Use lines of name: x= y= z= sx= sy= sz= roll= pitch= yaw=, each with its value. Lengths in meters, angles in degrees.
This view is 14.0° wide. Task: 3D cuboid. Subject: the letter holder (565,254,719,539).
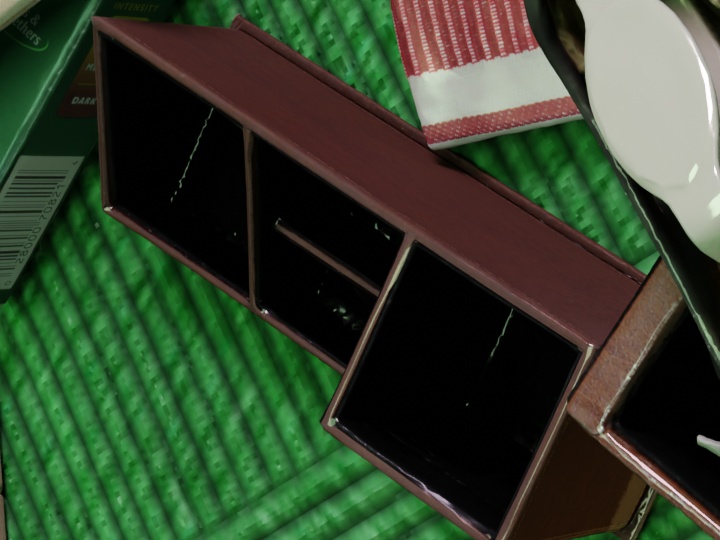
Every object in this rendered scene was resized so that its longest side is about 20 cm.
letter holder: x=0.168 y=0.030 z=0.671 sx=0.142 sy=0.200 sz=0.101 roll=42 pitch=113 yaw=25

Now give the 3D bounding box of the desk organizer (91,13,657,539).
desk organizer: x=0.000 y=0.000 z=0.856 sx=0.200 sy=0.077 sz=0.072 roll=34 pitch=109 yaw=28

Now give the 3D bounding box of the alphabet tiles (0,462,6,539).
alphabet tiles: x=-0.186 y=0.114 z=1.027 sx=0.166 sy=0.008 sz=0.201 roll=-6 pitch=88 yaw=33

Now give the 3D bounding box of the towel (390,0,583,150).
towel: x=0.064 y=-0.145 z=0.845 sx=0.143 sy=0.023 sz=0.201 roll=-11 pitch=87 yaw=31

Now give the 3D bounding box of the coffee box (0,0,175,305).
coffee box: x=-0.118 y=-0.101 z=0.952 sx=0.123 sy=0.044 sz=0.201 roll=41 pitch=113 yaw=28

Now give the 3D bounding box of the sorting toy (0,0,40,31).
sorting toy: x=-0.155 y=-0.144 z=0.935 sx=0.185 sy=0.036 sz=0.201 roll=-32 pitch=66 yaw=32

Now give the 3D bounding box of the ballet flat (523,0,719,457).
ballet flat: x=0.086 y=0.008 z=0.563 sx=0.068 sy=0.068 sz=0.201 roll=-40 pitch=71 yaw=27
